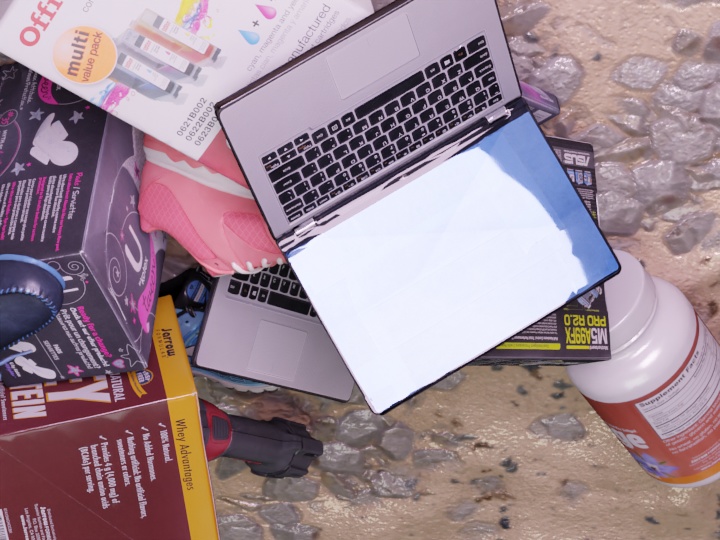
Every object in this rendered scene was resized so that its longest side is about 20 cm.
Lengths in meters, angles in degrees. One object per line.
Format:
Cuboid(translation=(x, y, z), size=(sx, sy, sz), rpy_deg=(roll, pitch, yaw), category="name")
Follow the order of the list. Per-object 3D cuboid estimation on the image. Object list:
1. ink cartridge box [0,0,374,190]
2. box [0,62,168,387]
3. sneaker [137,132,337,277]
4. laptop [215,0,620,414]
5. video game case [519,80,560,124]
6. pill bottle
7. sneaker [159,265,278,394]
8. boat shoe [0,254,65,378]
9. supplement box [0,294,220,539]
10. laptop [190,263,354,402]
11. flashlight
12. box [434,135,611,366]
Cuboid(translation=(-0.118, -0.180, 1.223), size=(0.199, 0.145, 0.146), rpy_deg=(28, 114, -23), category="ink cartridge box")
Cuboid(translation=(-0.207, -0.039, 1.375), size=(0.114, 0.201, 0.133), rpy_deg=(-8, 138, 15), category="box")
Cuboid(translation=(-0.067, -0.029, 1.323), size=(0.199, 0.074, 0.088), rpy_deg=(26, 109, 22), category="sneaker")
Cuboid(translation=(0.040, -0.050, 1.199), size=(0.186, 0.116, 0.201), rpy_deg=(-30, 140, -6), category="laptop")
Cuboid(translation=(0.029, -0.106, 1.356), size=(0.142, 0.019, 0.199), rpy_deg=(-28, 154, 31), category="video game case")
Cuboid(translation=(0.228, 0.076, 1.539), size=(0.111, 0.113, 0.200), rpy_deg=(-20, 133, 25), category="pill bottle")
Cuboid(translation=(-0.116, 0.043, 1.558), size=(0.198, 0.079, 0.090), rpy_deg=(-3, 136, 8), category="sneaker")
Cuboid(translation=(-0.273, 0.053, 1.280), size=(0.199, 0.069, 0.084), rpy_deg=(-25, 130, 33), category="boat shoe")
Cuboid(translation=(-0.213, 0.152, 1.440), size=(0.198, 0.133, 0.199), rpy_deg=(-11, 122, -8), category="supplement box")
Cuboid(translation=(0.000, 0.000, 1.424), size=(0.115, 0.202, 0.187), rpy_deg=(15, 178, 39), category="laptop")
Cuboid(translation=(-0.114, 0.143, 1.631), size=(0.068, 0.068, 0.200), rpy_deg=(-51, 151, 10), category="flashlight")
Cuboid(translation=(0.099, -0.015, 1.348), size=(0.044, 0.162, 0.199), rpy_deg=(-9, 173, 38), category="box")
